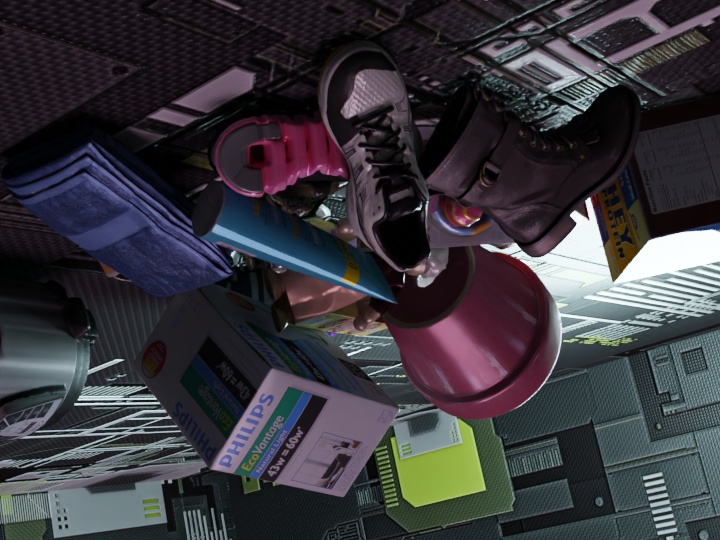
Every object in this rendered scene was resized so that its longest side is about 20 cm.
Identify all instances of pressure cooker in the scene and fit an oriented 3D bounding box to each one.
[{"bbox_3d":[-0.391,0.089,1.185,0.175,0.180,0.200,15,180,27],"label":"pressure cooker"}]

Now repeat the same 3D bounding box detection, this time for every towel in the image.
[{"bbox_3d":[-0.204,-0.043,0.946,0.111,0.049,0.200,-18,142,27],"label":"towel"}]

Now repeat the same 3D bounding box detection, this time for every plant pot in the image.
[{"bbox_3d":[0.111,0.049,1.272,0.199,0.201,0.179,-19,144,24],"label":"plant pot"}]

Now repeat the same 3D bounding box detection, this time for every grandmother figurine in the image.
[{"bbox_3d":[0.000,0.000,1.153,0.198,0.122,0.061,-15,-150,-13],"label":"grandmother figurine"}]

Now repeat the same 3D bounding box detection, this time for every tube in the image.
[{"bbox_3d":[-0.054,-0.021,0.975,0.199,0.078,0.050,22,120,-36],"label":"tube"}]

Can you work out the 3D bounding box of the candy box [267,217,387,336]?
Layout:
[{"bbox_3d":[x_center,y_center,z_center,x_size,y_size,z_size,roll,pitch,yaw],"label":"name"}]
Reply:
[{"bbox_3d":[-0.034,0.009,1.278,0.056,0.118,0.200,-18,164,27],"label":"candy box"}]

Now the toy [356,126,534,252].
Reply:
[{"bbox_3d":[0.092,-0.078,1.042,0.198,0.116,0.047,-4,-171,-24],"label":"toy"}]

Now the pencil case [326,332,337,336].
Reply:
[{"bbox_3d":[0.006,0.044,1.498,0.198,0.093,0.086,-12,129,-6],"label":"pencil case"}]

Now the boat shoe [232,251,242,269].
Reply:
[{"bbox_3d":[-0.164,-0.022,1.110,0.073,0.063,0.200,-58,156,-1],"label":"boat shoe"}]

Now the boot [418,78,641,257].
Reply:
[{"bbox_3d":[0.152,-0.119,0.993,0.174,0.201,0.069,34,180,-34],"label":"boot"}]

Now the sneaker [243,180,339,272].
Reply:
[{"bbox_3d":[-0.070,-0.045,1.061,0.076,0.089,0.200,-8,175,-26],"label":"sneaker"}]

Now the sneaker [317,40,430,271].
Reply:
[{"bbox_3d":[0.024,-0.087,0.877,0.075,0.088,0.201,-25,132,-10],"label":"sneaker"}]

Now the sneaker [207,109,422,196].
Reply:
[{"bbox_3d":[-0.043,-0.107,0.959,0.198,0.080,0.095,-5,-174,-25],"label":"sneaker"}]

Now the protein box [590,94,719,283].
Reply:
[{"bbox_3d":[0.371,-0.091,1.196,0.198,0.136,0.199,-12,166,-1],"label":"protein box"}]

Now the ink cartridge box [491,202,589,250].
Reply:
[{"bbox_3d":[0.182,-0.078,1.227,0.115,0.068,0.200,-18,165,24],"label":"ink cartridge box"}]

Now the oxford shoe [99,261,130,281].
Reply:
[{"bbox_3d":[-0.208,-0.011,1.182,0.075,0.058,0.199,-23,164,29],"label":"oxford shoe"}]

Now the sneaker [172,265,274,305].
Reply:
[{"bbox_3d":[-0.137,0.010,1.327,0.200,0.109,0.070,-39,180,-34],"label":"sneaker"}]

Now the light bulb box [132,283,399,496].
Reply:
[{"bbox_3d":[-0.103,0.125,1.183,0.199,0.198,0.125,24,102,-45],"label":"light bulb box"}]
